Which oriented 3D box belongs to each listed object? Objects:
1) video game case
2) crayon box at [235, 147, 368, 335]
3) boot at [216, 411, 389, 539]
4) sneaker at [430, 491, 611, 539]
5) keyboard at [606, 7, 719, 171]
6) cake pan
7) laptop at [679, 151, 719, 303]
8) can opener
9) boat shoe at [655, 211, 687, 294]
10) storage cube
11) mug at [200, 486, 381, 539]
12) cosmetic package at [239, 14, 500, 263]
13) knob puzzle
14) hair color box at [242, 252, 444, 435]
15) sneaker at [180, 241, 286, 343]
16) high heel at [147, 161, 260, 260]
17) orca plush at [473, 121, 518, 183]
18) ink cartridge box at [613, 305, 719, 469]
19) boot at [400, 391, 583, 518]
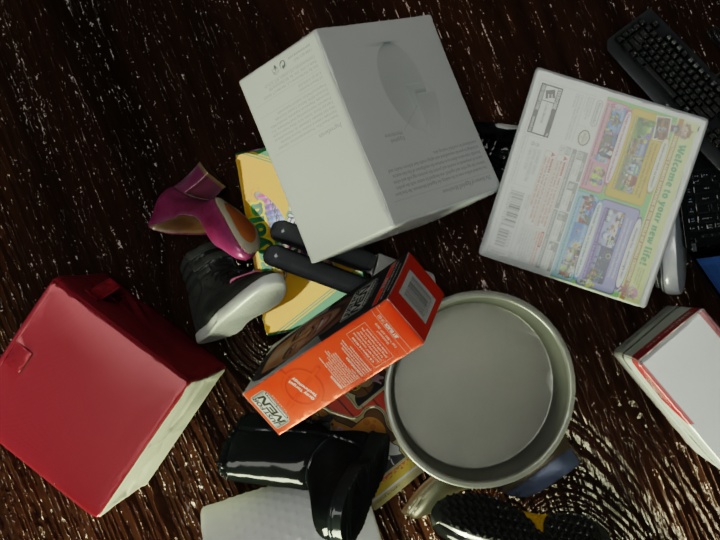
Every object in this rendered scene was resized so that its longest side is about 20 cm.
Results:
[{"bbox_3d":[0.236,-0.084,1.250,0.181,0.022,0.202,18,99,7],"label":"video game case"},{"bbox_3d":[-0.060,-0.039,1.337,0.118,0.058,0.202,-10,90,7],"label":"crayon box"},{"bbox_3d":[-0.066,0.203,1.238,0.161,0.198,0.074,7,108,12],"label":"boot"},{"bbox_3d":[0.162,0.298,1.290,0.198,0.070,0.091,12,119,-11],"label":"sneaker"},{"bbox_3d":[0.362,-0.198,1.275,0.127,0.021,0.200,-35,76,-19],"label":"keyboard"},{"bbox_3d":[0.121,0.121,1.258,0.198,0.037,0.202,0,91,-6],"label":"cake pan"},{"bbox_3d":[0.424,-0.060,1.236,0.175,0.103,0.202,-7,90,-8],"label":"laptop"},{"bbox_3d":[0.000,0.000,1.265,0.199,0.067,0.054,20,81,-23],"label":"can opener"},{"bbox_3d":[0.301,-0.073,1.291,0.066,0.070,0.202,-7,94,25],"label":"boat shoe"},{"bbox_3d":[-0.277,0.126,1.312,0.179,0.171,0.201,36,95,5],"label":"storage cube"},{"bbox_3d":[-0.059,0.319,1.312,0.174,0.148,0.201,-18,116,-2],"label":"mug"},{"bbox_3d":[0.013,-0.136,1.243,0.122,0.199,0.201,-25,86,40],"label":"cosmetic package"},{"bbox_3d":[0.012,0.139,1.313,0.217,0.030,0.222,1,106,4],"label":"knob puzzle"},{"bbox_3d":[-0.017,0.074,1.219,0.199,0.102,0.061,-35,103,28],"label":"hair color box"},{"bbox_3d":[-0.143,0.008,1.296,0.070,0.200,0.100,-14,81,-29],"label":"sneaker"},{"bbox_3d":[-0.172,-0.041,1.298,0.096,0.067,0.200,-47,41,6],"label":"high heel"},{"bbox_3d":[0.155,-0.136,1.302,0.199,0.071,0.106,37,95,5],"label":"orca plush"},{"bbox_3d":[0.338,0.115,1.221,0.084,0.200,0.145,-40,86,2],"label":"ink cartridge box"},{"bbox_3d":[0.142,0.223,1.309,0.200,0.075,0.097,-41,83,4],"label":"boot"}]
